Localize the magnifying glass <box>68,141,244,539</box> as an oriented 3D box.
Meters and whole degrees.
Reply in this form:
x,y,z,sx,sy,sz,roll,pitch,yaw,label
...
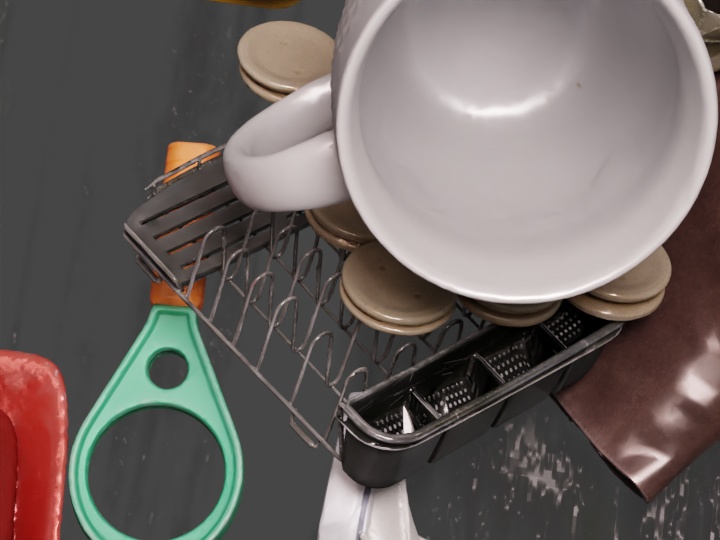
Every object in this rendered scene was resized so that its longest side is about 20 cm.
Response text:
x,y,z,sx,sy,sz,roll,pitch,yaw,label
-0.087,0.038,1.161,0.079,0.022,0.201,5,71,3,magnifying glass

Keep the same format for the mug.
x,y,z,sx,sy,sz,roll,pitch,yaw,label
0.037,-0.075,1.042,0.199,0.175,0.148,-22,109,6,mug

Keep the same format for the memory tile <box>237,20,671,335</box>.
x,y,z,sx,sy,sz,roll,pitch,yaw,label
0.039,-0.047,1.123,0.153,0.017,0.200,-7,45,-20,memory tile

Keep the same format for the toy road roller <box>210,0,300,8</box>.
x,y,z,sx,sy,sz,roll,pitch,yaw,label
-0.096,-0.221,1.196,0.199,0.123,0.146,11,61,5,toy road roller

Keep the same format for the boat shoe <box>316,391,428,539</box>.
x,y,z,sx,sy,sz,roll,pitch,yaw,label
0.022,0.154,1.093,0.086,0.075,0.203,4,74,3,boat shoe

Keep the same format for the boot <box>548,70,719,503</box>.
x,y,z,sx,sy,sz,roll,pitch,yaw,label
0.136,-0.015,1.149,0.166,0.072,0.200,-35,64,0,boot

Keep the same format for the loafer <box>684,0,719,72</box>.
x,y,z,sx,sy,sz,roll,pitch,yaw,label
0.154,-0.129,1.102,0.200,0.068,0.076,-4,62,45,loafer

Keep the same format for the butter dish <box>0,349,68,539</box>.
x,y,z,sx,sy,sz,roll,pitch,yaw,label
-0.234,0.112,1.074,0.199,0.148,0.200,3,73,2,butter dish

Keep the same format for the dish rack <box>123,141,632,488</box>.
x,y,z,sx,sy,sz,roll,pitch,yaw,label
0.000,0.000,1.113,0.153,0.055,0.200,-25,57,-34,dish rack
